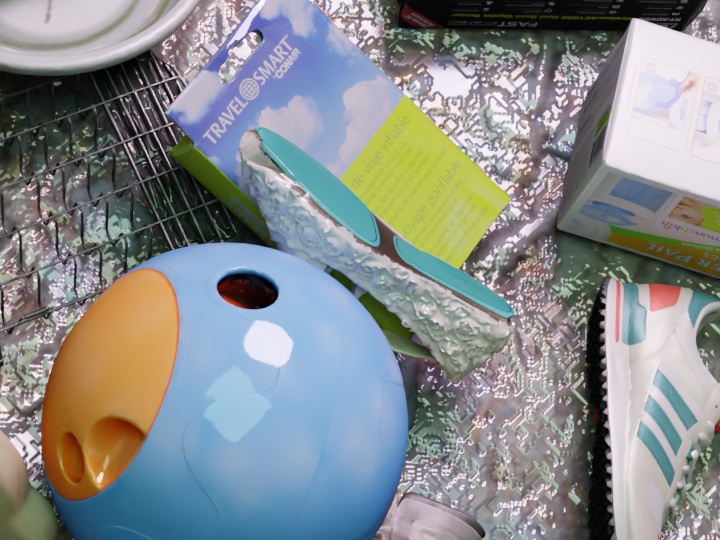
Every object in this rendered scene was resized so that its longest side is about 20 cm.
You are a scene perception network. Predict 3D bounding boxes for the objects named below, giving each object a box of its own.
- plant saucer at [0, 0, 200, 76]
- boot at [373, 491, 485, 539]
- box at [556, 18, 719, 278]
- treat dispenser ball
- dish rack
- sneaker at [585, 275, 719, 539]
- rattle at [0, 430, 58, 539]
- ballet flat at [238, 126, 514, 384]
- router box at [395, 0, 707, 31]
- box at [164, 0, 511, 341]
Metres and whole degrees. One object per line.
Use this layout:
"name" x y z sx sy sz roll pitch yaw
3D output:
"plant saucer" -0.186 -0.185 1.371 0.198 0.050 0.201 2 54 -2
"boot" 0.046 0.198 1.294 0.199 0.068 0.131 27 64 -2
"box" 0.236 -0.060 1.383 0.199 0.113 0.102 17 68 -4
"treat dispenser ball" -0.073 0.086 1.222 0.199 0.201 0.202 3 71 -9
"dish rack" -0.178 -0.042 1.340 0.199 0.055 0.154 -22 78 -18
"sneaker" 0.185 0.100 1.344 0.093 0.070 0.201 2 69 -3
"rattle" -0.204 0.093 1.250 0.200 0.130 0.143 42 35 -26
"ballet flat" 0.000 0.000 1.290 0.199 0.072 0.072 36 68 -16
"router box" 0.116 -0.234 1.447 0.198 0.062 0.151 0 72 -10
"box" -0.018 -0.064 1.344 0.200 0.048 0.122 43 69 -15
